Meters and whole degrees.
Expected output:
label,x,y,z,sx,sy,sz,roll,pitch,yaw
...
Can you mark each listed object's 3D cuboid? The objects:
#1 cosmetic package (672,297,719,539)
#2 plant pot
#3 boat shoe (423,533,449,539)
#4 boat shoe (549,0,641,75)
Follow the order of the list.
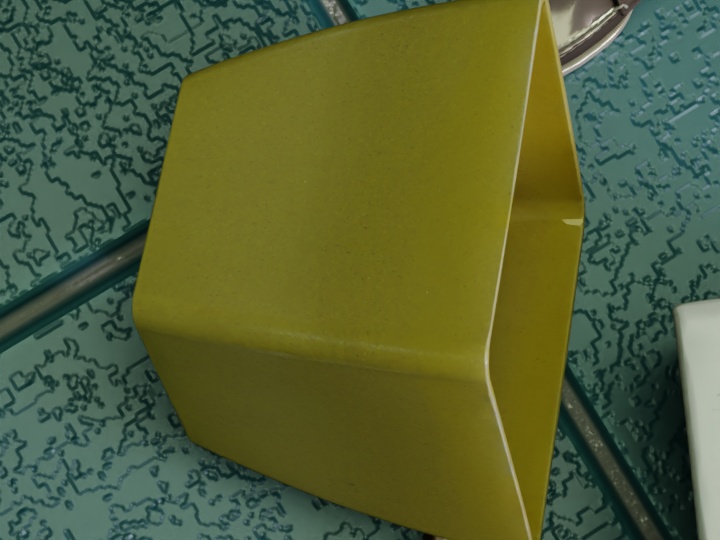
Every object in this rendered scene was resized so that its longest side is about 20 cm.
label,x,y,z,sx,sy,sz,roll,pitch,yaw
cosmetic package,0.245,0.112,1.340,0.164,0.165,0.201,-7,83,10
plant pot,0.000,0.000,1.320,0.175,0.200,0.201,3,60,12
boat shoe,0.069,0.180,1.380,0.071,0.072,0.201,1,76,-5
boat shoe,0.137,-0.176,1.437,0.200,0.060,0.072,-44,89,-10
